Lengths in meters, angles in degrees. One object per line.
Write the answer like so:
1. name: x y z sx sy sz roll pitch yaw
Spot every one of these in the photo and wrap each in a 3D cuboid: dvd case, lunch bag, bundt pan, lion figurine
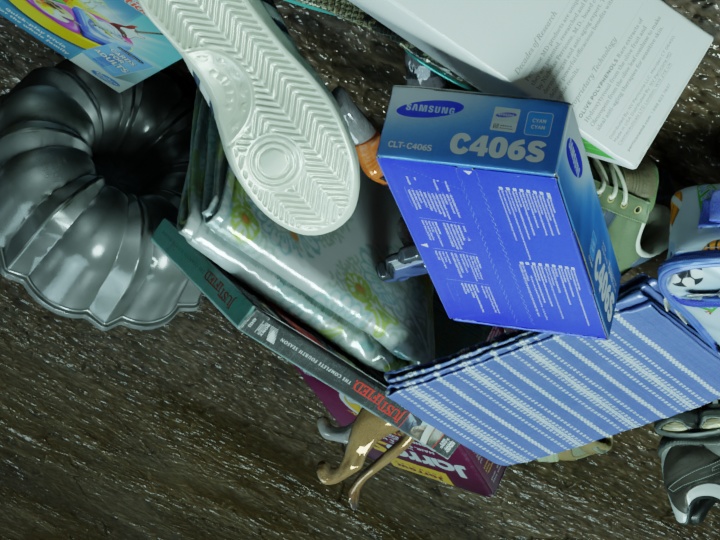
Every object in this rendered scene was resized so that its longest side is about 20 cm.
1. dvd case: -0.035 0.045 1.496 0.200 0.022 0.146 33 -175 -37
2. lunch bag: 0.270 0.005 1.302 0.199 0.076 0.160 -5 149 33
3. bundt pan: -0.165 -0.064 1.558 0.201 0.202 0.076 30 138 -13
4. lion figurine: 0.006 0.060 1.647 0.122 0.201 0.072 -22 178 14

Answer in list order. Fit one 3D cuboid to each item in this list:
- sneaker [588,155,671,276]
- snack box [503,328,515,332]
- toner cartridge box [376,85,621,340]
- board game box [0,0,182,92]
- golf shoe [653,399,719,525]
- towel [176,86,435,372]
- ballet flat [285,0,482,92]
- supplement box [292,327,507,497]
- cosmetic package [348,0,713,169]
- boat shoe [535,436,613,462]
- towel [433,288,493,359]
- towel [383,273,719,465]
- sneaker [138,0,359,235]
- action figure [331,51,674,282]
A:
1. sneaker: 0.123 -0.052 1.305 0.089 0.067 0.200 -20 149 14
2. snack box: 0.133 0.030 1.657 0.072 0.024 0.200 15 158 25
3. toner cartridge box: 0.077 -0.027 1.205 0.094 0.043 0.200 6 156 16
4. board game box: -0.168 -0.188 1.438 0.151 0.047 0.200 33 160 -19
5. golf shoe: 0.290 0.130 1.530 0.199 0.095 0.078 -9 168 43
6. towel: -0.030 -0.034 1.490 0.200 0.172 0.048 34 127 -25
7. ballet flat: 0.028 -0.157 1.263 0.199 0.068 0.075 25 135 5
8. supplement box: 0.042 0.078 1.778 0.130 0.104 0.200 15 159 27
9. cosmetic package: 0.067 -0.143 1.171 0.199 0.085 0.108 31 180 -17
10. boat shoe: 0.159 0.091 1.667 0.076 0.072 0.200 4 164 9
11. towel: 0.000 0.000 1.557 0.200 0.147 0.022 35 124 -1
12. towel: 0.132 0.067 1.432 0.199 0.024 0.145 -21 143 31
13. sneaker: -0.060 -0.117 1.331 0.201 0.075 0.085 61 -170 -17
14. action figure: 0.085 -0.071 1.411 0.199 0.105 0.194 -14 153 16
